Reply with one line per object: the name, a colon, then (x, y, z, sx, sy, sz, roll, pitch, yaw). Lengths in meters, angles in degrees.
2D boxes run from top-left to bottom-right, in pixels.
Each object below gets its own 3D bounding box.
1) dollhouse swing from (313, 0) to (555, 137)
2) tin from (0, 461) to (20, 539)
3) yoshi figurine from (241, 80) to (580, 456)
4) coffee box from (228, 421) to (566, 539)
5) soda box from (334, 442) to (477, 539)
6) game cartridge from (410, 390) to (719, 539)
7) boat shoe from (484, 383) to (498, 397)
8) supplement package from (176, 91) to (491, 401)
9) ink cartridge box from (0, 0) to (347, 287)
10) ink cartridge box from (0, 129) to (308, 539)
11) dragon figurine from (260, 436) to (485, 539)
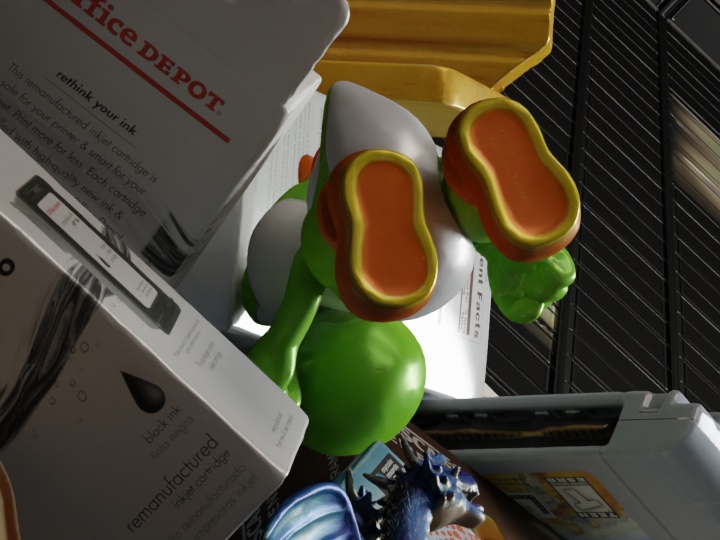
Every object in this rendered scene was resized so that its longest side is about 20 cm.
dollhouse swing: (-0.014, -0.174, 1.178, 0.181, 0.201, 0.176, 3, -11, 9)
tin: (-0.148, 0.064, 0.835, 0.112, 0.042, 0.200, 39, 9, -20)
yoshi figurine: (0.009, 0.013, 1.024, 0.112, 0.112, 0.200, 28, -17, -10)
coffee box: (0.042, 0.146, 1.163, 0.200, 0.080, 0.115, 38, 17, -21)
soda box: (-0.022, 0.136, 0.966, 0.068, 0.064, 0.200, 45, 28, 1)
game cartridge: (0.094, 0.103, 1.228, 0.133, 0.199, 0.042, 51, 52, -32)
boat shoe: (0.051, 0.096, 1.389, 0.200, 0.073, 0.063, 47, 58, -11)
supplement package: (-0.039, -0.008, 1.223, 0.200, 0.113, 0.110, 20, 71, -56)
ink cartridge box: (-0.097, -0.053, 1.053, 0.116, 0.200, 0.068, 37, 16, 1)
ink cartridge box: (-0.130, 0.031, 0.964, 0.200, 0.116, 0.068, 43, 15, -5)
dragon figurine: (-0.017, 0.106, 0.869, 0.200, 0.059, 0.100, -6, 56, -55)
